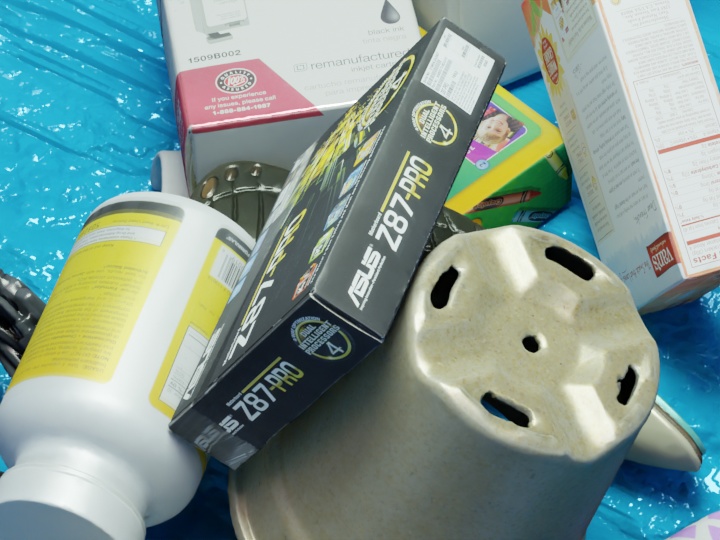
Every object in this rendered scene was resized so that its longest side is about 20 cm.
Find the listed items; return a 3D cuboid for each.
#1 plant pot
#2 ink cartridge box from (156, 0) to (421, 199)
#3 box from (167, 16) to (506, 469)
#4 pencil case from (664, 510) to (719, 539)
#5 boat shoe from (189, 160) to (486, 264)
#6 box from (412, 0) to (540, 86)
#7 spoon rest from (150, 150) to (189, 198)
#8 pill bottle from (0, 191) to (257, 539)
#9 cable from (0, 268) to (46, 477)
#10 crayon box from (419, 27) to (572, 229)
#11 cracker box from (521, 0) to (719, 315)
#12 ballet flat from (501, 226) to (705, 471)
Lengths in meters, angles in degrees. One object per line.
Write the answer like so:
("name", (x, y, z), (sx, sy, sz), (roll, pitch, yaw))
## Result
("plant pot", (0.056, 0.081, 1.351), (0.200, 0.183, 0.200), (12, 54, -16))
("ink cartridge box", (-0.043, -0.137, 1.566), (0.146, 0.083, 0.200), (-9, 50, -5))
("box", (-0.011, -0.014, 1.350), (0.049, 0.161, 0.200), (33, 52, -11))
("pencil case", (0.200, 0.160, 1.384), (0.200, 0.086, 0.084), (-28, 67, -19))
("boat shoe", (0.000, 0.000, 1.491), (0.200, 0.074, 0.076), (20, 53, 9))
("box", (0.083, -0.256, 1.667), (0.171, 0.199, 0.200), (-23, 51, -17))
("spoon rest", (-0.094, 0.000, 1.543), (0.099, 0.061, 0.200), (-8, 49, -6))
("pill bottle", (-0.126, 0.064, 1.407), (0.112, 0.112, 0.200), (12, 53, 12))
("cable", (-0.228, 0.058, 1.433), (0.200, 0.051, 0.163), (47, 47, -17))
("crayon box", (0.017, -0.083, 1.612), (0.119, 0.058, 0.200), (-35, 57, -25))
("cracker box", (0.158, -0.082, 1.506), (0.058, 0.134, 0.200), (-15, 83, -12))
("ballet flat", (0.112, 0.058, 1.495), (0.069, 0.069, 0.200), (-26, 52, -19))
